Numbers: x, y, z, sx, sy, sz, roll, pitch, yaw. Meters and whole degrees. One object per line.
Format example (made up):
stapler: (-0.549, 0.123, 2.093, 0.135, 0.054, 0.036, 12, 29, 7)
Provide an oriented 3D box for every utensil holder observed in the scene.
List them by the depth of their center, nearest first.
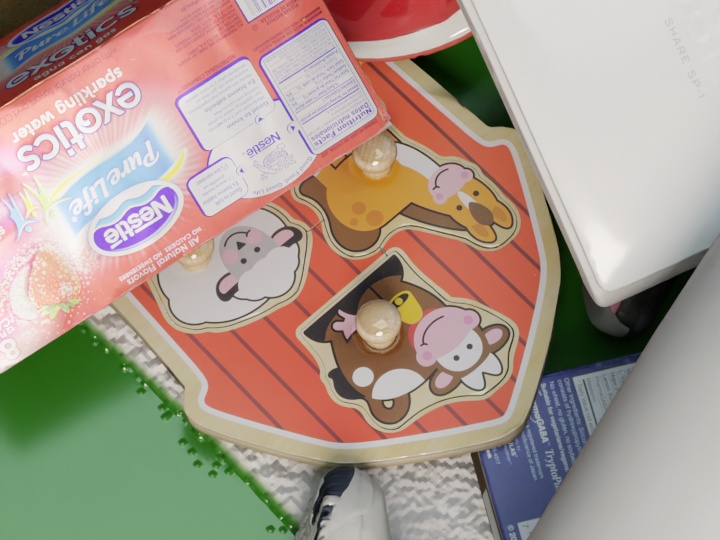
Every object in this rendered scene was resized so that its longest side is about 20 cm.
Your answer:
utensil holder: (0.163, 0.100, 1.108, 0.170, 0.170, 0.200, 31, 96, 6)

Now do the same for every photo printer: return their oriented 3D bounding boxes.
photo printer: (0.155, -0.099, 1.170, 0.200, 0.069, 0.167, -24, 95, 1)

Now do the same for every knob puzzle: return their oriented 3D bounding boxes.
knob puzzle: (0.000, 0.000, 1.235, 0.219, 0.030, 0.220, -1, 65, 3)

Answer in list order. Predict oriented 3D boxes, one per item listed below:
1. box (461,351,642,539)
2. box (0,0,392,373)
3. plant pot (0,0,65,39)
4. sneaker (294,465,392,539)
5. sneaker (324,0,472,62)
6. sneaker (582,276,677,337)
box: (0.154, 0.090, 1.235, 0.200, 0.032, 0.121, -13, 74, -6)
box: (-0.102, -0.060, 1.200, 0.200, 0.095, 0.103, -33, 113, -4)
plant pot: (-0.141, -0.210, 1.221, 0.186, 0.200, 0.187, 1, 74, -4)
sneaker: (0.039, 0.181, 1.181, 0.129, 0.080, 0.200, 3, 61, -15)
sneaker: (0.049, -0.170, 1.227, 0.200, 0.116, 0.078, -25, 55, 12)
sneaker: (0.171, -0.049, 1.264, 0.095, 0.079, 0.200, 31, 74, -6)
